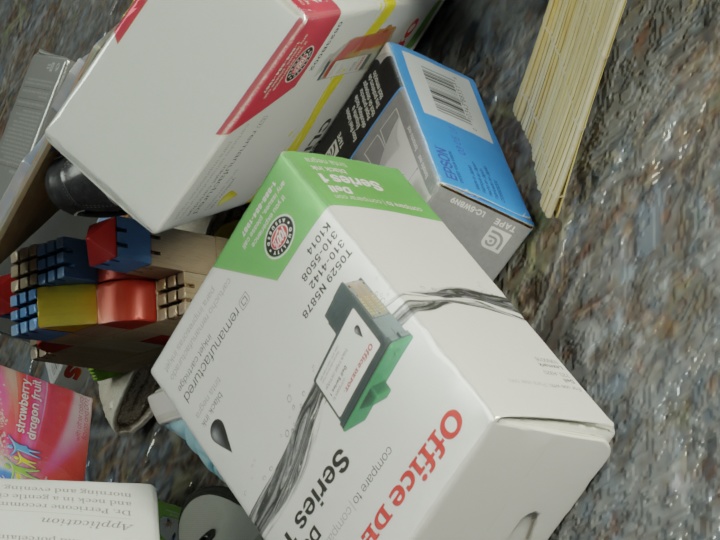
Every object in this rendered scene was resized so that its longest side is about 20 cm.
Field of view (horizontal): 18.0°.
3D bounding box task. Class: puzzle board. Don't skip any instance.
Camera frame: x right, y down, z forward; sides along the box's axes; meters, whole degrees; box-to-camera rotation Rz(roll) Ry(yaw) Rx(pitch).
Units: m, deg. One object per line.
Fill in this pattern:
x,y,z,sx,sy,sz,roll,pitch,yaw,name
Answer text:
-0.153,-0.095,1.315,0.200,0.017,0.151,-55,-4,40,puzzle board

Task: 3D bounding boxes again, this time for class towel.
-0.126,-0.003,1.508,0.200,0.034,0.133,-61,25,18,towel

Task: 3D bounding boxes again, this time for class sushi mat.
0.108,-0.130,1.098,0.096,0.012,0.200,-103,22,-49,sushi mat

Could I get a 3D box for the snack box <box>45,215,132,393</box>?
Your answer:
-0.160,-0.017,1.518,0.200,0.024,0.072,-60,25,19,snack box

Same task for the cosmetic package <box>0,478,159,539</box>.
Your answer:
-0.180,0.218,1.098,0.200,0.165,0.165,-101,16,-64,cosmetic package

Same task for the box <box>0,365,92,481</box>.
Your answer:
-0.226,0.159,1.303,0.095,0.103,0.200,-41,36,43,box

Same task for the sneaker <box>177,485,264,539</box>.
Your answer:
-0.075,0.179,1.220,0.074,0.079,0.200,-59,26,23,sneaker

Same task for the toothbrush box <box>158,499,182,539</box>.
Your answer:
-0.158,0.245,1.323,0.146,0.086,0.200,-35,43,49,toothbrush box

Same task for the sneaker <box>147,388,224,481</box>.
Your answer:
-0.070,0.092,1.288,0.200,0.074,0.082,163,84,-82,sneaker

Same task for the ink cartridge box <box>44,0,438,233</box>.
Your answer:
-0.057,-0.111,1.216,0.145,0.083,0.200,-54,-11,21,ink cartridge box

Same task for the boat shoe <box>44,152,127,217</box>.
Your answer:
-0.122,-0.066,1.329,0.066,0.070,0.200,-20,8,22,boat shoe

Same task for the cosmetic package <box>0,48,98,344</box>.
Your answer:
-0.211,-0.044,1.621,0.090,0.107,0.200,23,89,64,cosmetic package

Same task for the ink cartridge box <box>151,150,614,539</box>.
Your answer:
0.006,0.062,1.075,0.200,0.084,0.146,51,119,39,ink cartridge box

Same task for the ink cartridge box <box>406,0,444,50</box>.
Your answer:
0.001,-0.168,1.355,0.200,0.059,0.104,-57,25,21,ink cartridge box

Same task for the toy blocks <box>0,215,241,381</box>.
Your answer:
-0.150,0.016,1.377,0.200,0.137,0.100,-17,70,43,toy blocks

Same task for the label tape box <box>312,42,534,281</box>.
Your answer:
0.000,0.000,1.227,0.200,0.063,0.144,-55,28,25,label tape box
